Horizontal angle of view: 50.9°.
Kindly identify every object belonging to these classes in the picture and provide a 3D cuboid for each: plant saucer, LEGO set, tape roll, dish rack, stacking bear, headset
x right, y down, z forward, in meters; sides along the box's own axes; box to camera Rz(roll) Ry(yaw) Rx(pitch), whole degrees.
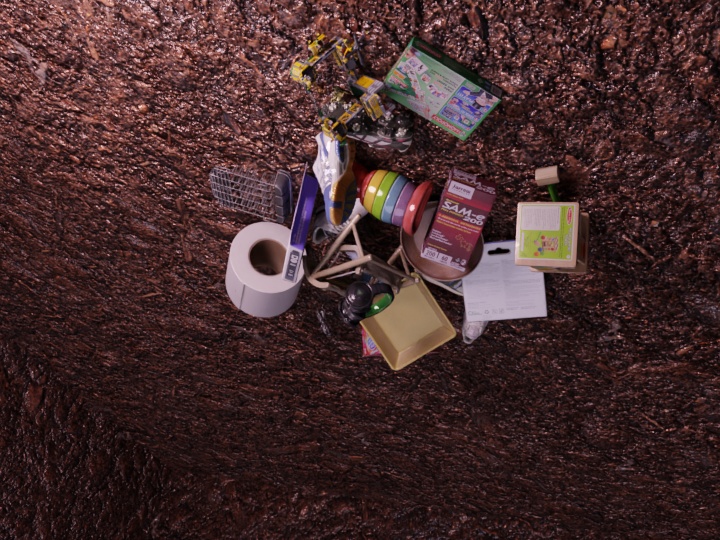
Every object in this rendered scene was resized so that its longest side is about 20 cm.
[{"bbox_3d":[0.189,-0.072,1.734,0.196,0.037,0.204,10,123,16],"label":"plant saucer"},{"bbox_3d":[-0.026,-0.329,1.395,0.115,0.153,0.202,36,157,48],"label":"LEGO set"},{"bbox_3d":[-0.244,-0.001,1.945,0.198,0.206,0.140,20,149,-4],"label":"tape roll"},{"bbox_3d":[0.115,0.124,1.926,0.198,0.049,0.202,-31,103,17],"label":"plant saucer"},{"bbox_3d":[-0.262,-0.191,1.815,0.195,0.055,0.155,16,146,7],"label":"dish rack"},{"bbox_3d":[0.043,-0.170,1.648,0.197,0.114,0.124,25,105,11],"label":"stacking bear"},{"bbox_3d":[-0.008,0.090,1.732,0.196,0.095,0.124,-9,151,-27],"label":"headset"}]

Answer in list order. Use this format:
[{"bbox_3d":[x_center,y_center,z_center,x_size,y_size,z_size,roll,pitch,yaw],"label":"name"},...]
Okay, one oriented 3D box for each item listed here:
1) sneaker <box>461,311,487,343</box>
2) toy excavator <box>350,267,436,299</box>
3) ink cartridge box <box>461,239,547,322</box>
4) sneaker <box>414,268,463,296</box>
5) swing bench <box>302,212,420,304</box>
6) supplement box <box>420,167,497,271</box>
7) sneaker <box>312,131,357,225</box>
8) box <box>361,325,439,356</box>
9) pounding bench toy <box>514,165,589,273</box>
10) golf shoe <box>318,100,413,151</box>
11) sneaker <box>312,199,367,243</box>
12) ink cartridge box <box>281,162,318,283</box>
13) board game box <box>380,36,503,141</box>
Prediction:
[{"bbox_3d":[0.312,0.119,1.946,0.073,0.101,0.201,19,146,1],"label":"sneaker"},{"bbox_3d":[0.086,0.064,1.992,0.195,0.102,0.196,-9,141,22],"label":"toy excavator"},{"bbox_3d":[0.335,0.018,1.782,0.191,0.043,0.205,-4,111,15],"label":"ink cartridge box"},{"bbox_3d":[0.228,0.003,1.844,0.196,0.068,0.090,18,153,7],"label":"sneaker"},{"bbox_3d":[0.000,0.000,1.799,0.199,0.132,0.197,-36,142,27],"label":"swing bench"},{"bbox_3d":[0.212,-0.108,1.637,0.106,0.061,0.203,18,124,-1],"label":"supplement box"},{"bbox_3d":[-0.059,-0.198,1.608,0.087,0.206,0.074,4,-179,40],"label":"sneaker"},{"bbox_3d":[0.110,0.181,2.055,0.196,0.098,0.099,3,169,-32],"label":"box"},{"bbox_3d":[0.404,-0.102,1.569,0.122,0.206,0.155,2,176,27],"label":"pounding bench toy"},{"bbox_3d":[0.010,-0.282,1.531,0.195,0.079,0.089,15,156,7],"label":"golf shoe"},{"bbox_3d":[-0.041,-0.123,1.781,0.076,0.082,0.198,36,142,-24],"label":"sneaker"},{"bbox_3d":[-0.136,-0.108,1.741,0.042,0.202,0.201,12,149,-4],"label":"ink cartridge box"},{"bbox_3d":[0.150,-0.337,1.422,0.197,0.030,0.135,27,147,-14],"label":"board game box"}]
